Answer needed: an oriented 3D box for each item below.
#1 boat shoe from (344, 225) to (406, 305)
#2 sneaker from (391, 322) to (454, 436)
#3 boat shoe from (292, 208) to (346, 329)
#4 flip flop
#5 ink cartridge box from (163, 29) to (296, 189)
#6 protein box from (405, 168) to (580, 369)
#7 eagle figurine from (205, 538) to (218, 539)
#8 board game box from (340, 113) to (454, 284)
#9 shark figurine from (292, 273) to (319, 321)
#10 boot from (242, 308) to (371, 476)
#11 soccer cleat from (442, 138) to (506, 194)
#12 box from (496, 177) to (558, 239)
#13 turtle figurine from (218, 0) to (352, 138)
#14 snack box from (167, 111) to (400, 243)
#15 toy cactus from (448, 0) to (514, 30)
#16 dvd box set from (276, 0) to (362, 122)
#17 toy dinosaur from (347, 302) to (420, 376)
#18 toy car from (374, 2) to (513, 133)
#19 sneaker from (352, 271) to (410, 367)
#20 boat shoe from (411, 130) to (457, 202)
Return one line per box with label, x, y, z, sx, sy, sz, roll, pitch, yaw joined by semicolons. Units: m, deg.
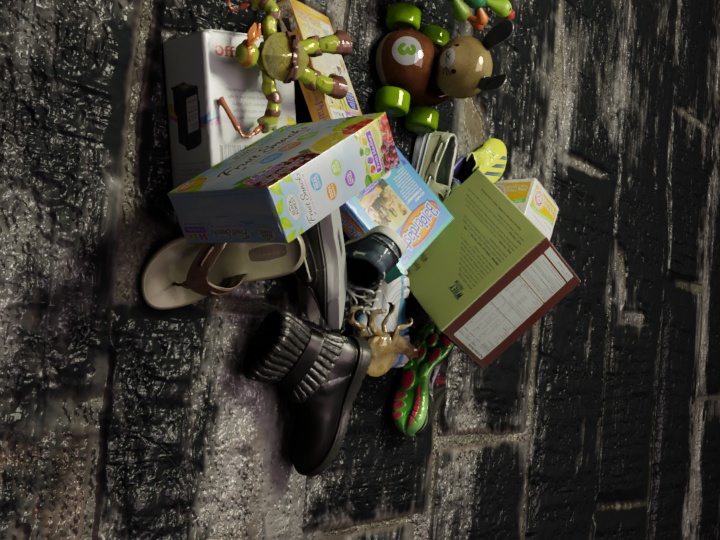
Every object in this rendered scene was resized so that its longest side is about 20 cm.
boat shoe;0.000;0.000;1.158;0.075;0.200;0.062;45;65;-9
sneaker;0.104;0.174;1.377;0.202;0.076;0.084;-65;152;-22
boat shoe;-0.054;-0.016;1.069;0.071;0.063;0.202;-77;164;-59
flip flop;-0.160;-0.004;0.989;0.197;0.058;0.082;-12;106;-7
ink cartridge box;-0.153;-0.178;1.035;0.145;0.082;0.203;-9;98;-48
protein box;0.183;-0.003;1.295;0.200;0.199;0.135;-43;133;7
eagle figurine;-0.152;0.447;1.049;0.150;0.151;0.202;12;117;-11
board game box;0.026;-0.105;1.221;0.201;0.045;0.152;50;51;-5
shark figurine;-0.083;-0.040;1.124;0.215;0.089;0.129;48;55;-41
boot;-0.089;0.162;1.123;0.157;0.079;0.214;18;94;-37
soccer cleat;0.202;-0.178;1.460;0.200;0.064;0.084;-46;154;-36
box;0.262;-0.052;1.513;0.101;0.112;0.202;40;63;-41
turtle figurine;-0.084;-0.255;0.983;0.160;0.064;0.203;-5;93;-38
snack box;-0.082;-0.101;0.931;0.200;0.167;0.068;-37;118;-40
toy cactus;0.139;-0.436;1.286;0.103;0.199;0.165;-57;172;17
dvd box set;-0.045;-0.248;1.125;0.202;0.029;0.146;71;18;0
toy dinosaur;0.012;0.102;1.205;0.198;0.058;0.103;-6;101;-27
toy car;0.137;-0.313;1.289;0.157;0.198;0.167;18;78;-49
sneaker;0.024;0.059;1.267;0.086;0.074;0.203;-17;104;-42
boat shoe;0.113;-0.129;1.371;0.072;0.061;0.203;10;84;-49
